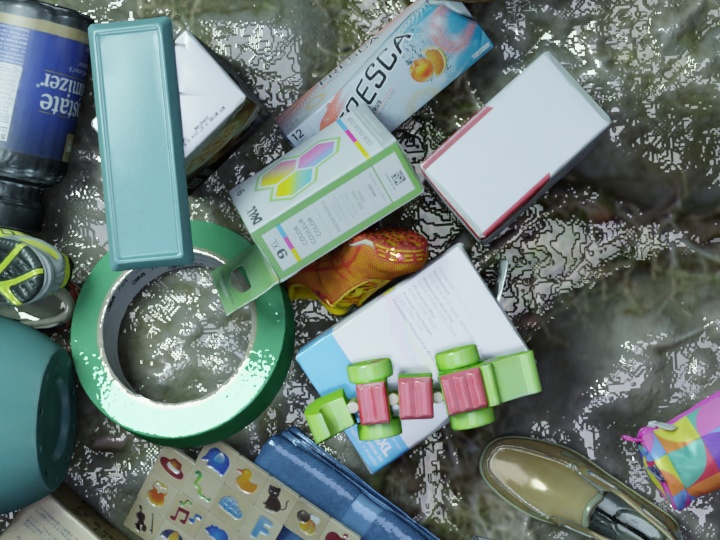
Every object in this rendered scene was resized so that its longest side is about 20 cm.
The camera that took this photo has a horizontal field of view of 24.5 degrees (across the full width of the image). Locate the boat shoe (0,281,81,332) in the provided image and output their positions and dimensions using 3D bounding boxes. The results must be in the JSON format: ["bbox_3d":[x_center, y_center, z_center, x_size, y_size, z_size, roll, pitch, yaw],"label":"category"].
[{"bbox_3d":[-0.353,0.022,1.523,0.198,0.063,0.072,8,93,4],"label":"boat shoe"}]

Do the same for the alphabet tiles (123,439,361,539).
[{"bbox_3d":[-0.117,0.250,1.511,0.199,0.008,0.168,33,114,9],"label":"alphabet tiles"}]

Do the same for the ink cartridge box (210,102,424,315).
[{"bbox_3d":[-0.053,-0.054,1.422,0.199,0.104,0.059,-33,117,0],"label":"ink cartridge box"}]

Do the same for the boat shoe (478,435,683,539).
[{"bbox_3d":[0.202,0.207,1.495,0.199,0.076,0.072,22,92,2],"label":"boat shoe"}]

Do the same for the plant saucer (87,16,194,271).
[{"bbox_3d":[-0.178,-0.102,1.335,0.069,0.019,0.202,-5,91,3],"label":"plant saucer"}]

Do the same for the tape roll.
[{"bbox_3d":[-0.160,0.057,1.492,0.199,0.048,0.202,-3,73,9],"label":"tape roll"}]

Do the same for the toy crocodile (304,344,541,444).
[{"bbox_3d":[0.052,0.104,1.380,0.198,0.062,0.068,-9,93,1],"label":"toy crocodile"}]

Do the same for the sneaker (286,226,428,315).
[{"bbox_3d":[0.000,0.000,1.456,0.073,0.200,0.078,-1,88,-29],"label":"sneaker"}]

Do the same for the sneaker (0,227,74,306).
[{"bbox_3d":[-0.345,-0.007,1.475,0.199,0.076,0.076,17,98,27],"label":"sneaker"}]

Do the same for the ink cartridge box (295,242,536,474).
[{"bbox_3d":[0.060,0.067,1.473,0.199,0.129,0.126,-33,90,3],"label":"ink cartridge box"}]

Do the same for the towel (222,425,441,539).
[{"bbox_3d":[-0.023,0.241,1.516,0.199,0.049,0.112,36,102,4],"label":"towel"}]

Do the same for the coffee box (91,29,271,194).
[{"bbox_3d":[-0.151,-0.132,1.442,0.114,0.200,0.080,-43,89,2],"label":"coffee box"}]

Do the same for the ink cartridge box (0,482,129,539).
[{"bbox_3d":[-0.260,0.319,1.512,0.200,0.075,0.165,40,93,6],"label":"ink cartridge box"}]

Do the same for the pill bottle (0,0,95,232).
[{"bbox_3d":[-0.311,-0.141,1.494,0.111,0.112,0.202,11,92,2],"label":"pill bottle"}]

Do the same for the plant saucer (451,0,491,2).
[{"bbox_3d":[0.091,-0.301,1.471,0.198,0.036,0.201,2,53,-3],"label":"plant saucer"}]

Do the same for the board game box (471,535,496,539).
[{"bbox_3d":[0.188,0.313,1.457,0.198,0.159,0.098,11,92,3],"label":"board game box"}]

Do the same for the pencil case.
[{"bbox_3d":[0.341,0.139,1.486,0.199,0.088,0.089,-28,90,1],"label":"pencil case"}]

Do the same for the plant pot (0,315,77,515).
[{"bbox_3d":[-0.340,0.126,1.449,0.160,0.201,0.202,2,91,7],"label":"plant pot"}]

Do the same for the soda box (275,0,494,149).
[{"bbox_3d":[0.020,-0.168,1.493,0.200,0.068,0.064,-40,112,3],"label":"soda box"}]

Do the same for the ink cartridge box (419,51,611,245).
[{"bbox_3d":[0.132,-0.100,1.433,0.144,0.200,0.084,-42,86,2],"label":"ink cartridge box"}]
